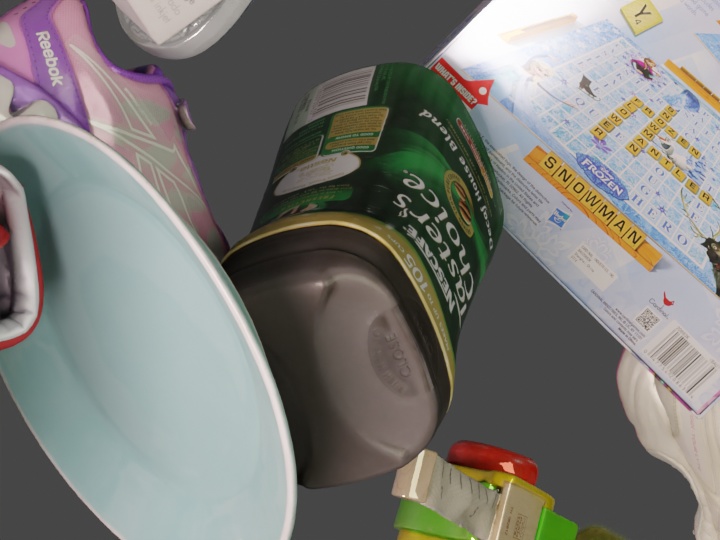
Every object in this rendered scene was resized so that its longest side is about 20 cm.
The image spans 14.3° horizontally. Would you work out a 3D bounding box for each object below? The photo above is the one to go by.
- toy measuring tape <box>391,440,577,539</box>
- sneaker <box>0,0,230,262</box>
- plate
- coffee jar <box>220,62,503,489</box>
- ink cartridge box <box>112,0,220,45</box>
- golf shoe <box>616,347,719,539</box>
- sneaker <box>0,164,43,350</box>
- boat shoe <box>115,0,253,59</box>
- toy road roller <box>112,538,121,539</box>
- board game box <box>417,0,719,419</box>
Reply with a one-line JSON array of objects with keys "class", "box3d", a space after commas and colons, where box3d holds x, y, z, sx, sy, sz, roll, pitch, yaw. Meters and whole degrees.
[{"class": "toy measuring tape", "box3d": [0.035, 0.102, 1.243, 0.200, 0.073, 0.074, 32, 72, -62]}, {"class": "sneaker", "box3d": [-0.092, -0.035, 1.170, 0.200, 0.080, 0.089, 48, 57, -26]}, {"class": "plate", "box3d": [-0.084, 0.029, 1.093, 0.026, 0.200, 0.201, -29, 108, -32]}, {"class": "coffee jar", "box3d": [0.000, 0.000, 1.166, 0.200, 0.085, 0.104, -69, 139, -60]}, {"class": "ink cartridge box", "box3d": [-0.036, -0.196, 1.098, 0.200, 0.067, 0.116, -37, 121, -4]}, {"class": "golf shoe", "box3d": [0.199, 0.103, 1.366, 0.075, 0.091, 0.200, -49, 118, -24]}, {"class": "sneaker", "box3d": [-0.200, -0.037, 1.069, 0.200, 0.112, 0.071, 42, 69, -28]}, {"class": "boat shoe", "box3d": [-0.041, -0.175, 1.198, 0.067, 0.073, 0.200, 36, 73, -64]}, {"class": "toy road roller", "box3d": [-0.083, 0.178, 1.140, 0.200, 0.146, 0.123, -4, 95, -34]}, {"class": "board game box", "box3d": [0.149, -0.073, 1.247, 0.200, 0.041, 0.199, 45, 108, -6]}]
